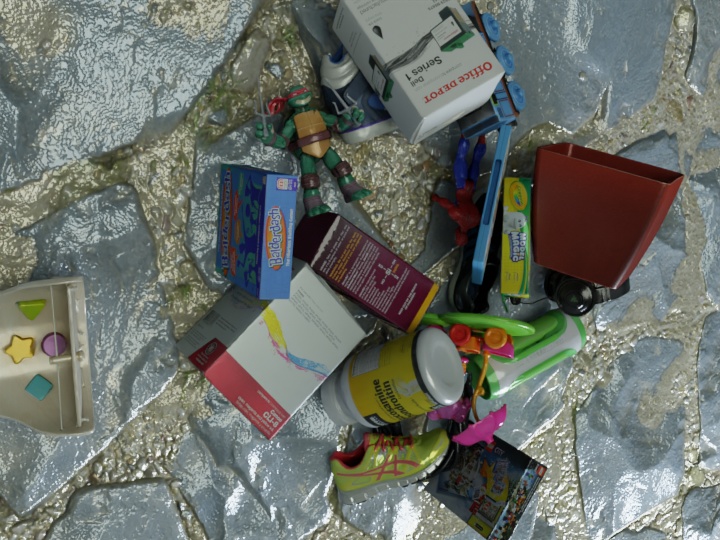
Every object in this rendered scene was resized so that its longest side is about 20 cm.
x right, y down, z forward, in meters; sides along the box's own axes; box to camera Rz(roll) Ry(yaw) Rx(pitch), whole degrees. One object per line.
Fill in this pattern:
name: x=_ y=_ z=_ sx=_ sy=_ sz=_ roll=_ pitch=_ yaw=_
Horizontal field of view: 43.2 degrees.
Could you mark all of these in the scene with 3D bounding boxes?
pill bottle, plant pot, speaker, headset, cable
pill bottle: x=0.042 y=0.162 z=1.316 sx=0.112 sy=0.198 sz=0.113 roll=33 pitch=45 yaw=-41
plant pot: x=0.366 y=-0.084 z=1.407 sx=0.199 sy=0.198 sz=0.179 roll=-19 pitch=126 yaw=-62
speaker: x=0.271 y=0.134 z=1.488 sx=0.198 sy=0.088 sz=0.090 roll=-25 pitch=110 yaw=-19
headset: x=0.339 y=0.018 z=1.485 sx=0.197 sy=0.124 sz=0.095 roll=-13 pitch=105 yaw=-3
cable: x=0.097 y=0.238 z=1.439 sx=0.161 sy=0.051 sz=0.203 roll=13 pitch=95 yaw=-23

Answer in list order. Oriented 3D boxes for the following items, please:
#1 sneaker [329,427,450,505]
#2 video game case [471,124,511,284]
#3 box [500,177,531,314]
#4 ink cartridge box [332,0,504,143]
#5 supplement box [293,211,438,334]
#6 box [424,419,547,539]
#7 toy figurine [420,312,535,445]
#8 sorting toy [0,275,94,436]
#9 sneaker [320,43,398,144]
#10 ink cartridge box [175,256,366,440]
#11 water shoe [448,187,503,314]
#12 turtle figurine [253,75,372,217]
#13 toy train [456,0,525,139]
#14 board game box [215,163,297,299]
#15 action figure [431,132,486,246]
sneaker: x=0.042 y=0.280 z=1.383 sx=0.198 sy=0.078 sz=0.091 roll=-26 pitch=103 yaw=5
video game case: x=0.190 y=-0.092 z=1.326 sx=0.018 sy=0.143 sz=0.203 roll=12 pitch=79 yaw=8
box: x=0.240 y=-0.034 z=1.401 sx=0.048 sy=0.117 sz=0.203 roll=3 pitch=87 yaw=11
ink cartridge box: x=0.078 y=-0.296 z=1.221 sx=0.145 sy=0.084 sz=0.201 roll=-32 pitch=82 yaw=-17
supplement box: x=0.000 y=0.000 z=1.317 sx=0.199 sy=0.110 sz=0.086 roll=34 pitch=84 yaw=-27
box: x=0.191 y=0.326 z=1.419 sx=0.037 sy=0.200 sz=0.138 roll=32 pitch=86 yaw=-26
toy figurine: x=0.153 y=0.166 z=1.365 sx=0.150 sy=0.197 sz=0.187 roll=34 pitch=63 yaw=-67
sorting toy: x=-0.432 y=0.103 z=1.139 sx=0.177 sy=0.107 sz=0.203 roll=-4 pitch=102 yaw=-18
sneaker: x=0.035 y=-0.281 z=1.299 sx=0.198 sy=0.080 sz=0.148 roll=-25 pitch=108 yaw=-20
ink cartridge box: x=-0.123 y=0.095 z=1.255 sx=0.200 sy=0.145 sz=0.145 roll=-46 pitch=115 yaw=-11
water shoe: x=0.197 y=-0.027 z=1.425 sx=0.071 sy=0.079 sz=0.203 roll=9 pitch=96 yaw=-27
turtle figurine: x=-0.063 y=-0.182 z=1.241 sx=0.148 sy=0.101 sz=0.203 roll=-20 pitch=97 yaw=-2
toy train: x=0.171 y=-0.292 z=1.326 sx=0.114 sy=0.086 sz=0.203 roll=-20 pitch=90 yaw=-51
board game box: x=-0.140 y=-0.056 z=1.189 sx=0.044 sy=0.200 sz=0.155 roll=1 pitch=99 yaw=-24
action figure: x=0.149 y=-0.130 z=1.400 sx=0.064 sy=0.099 sz=0.203 roll=13 pitch=72 yaw=-24
